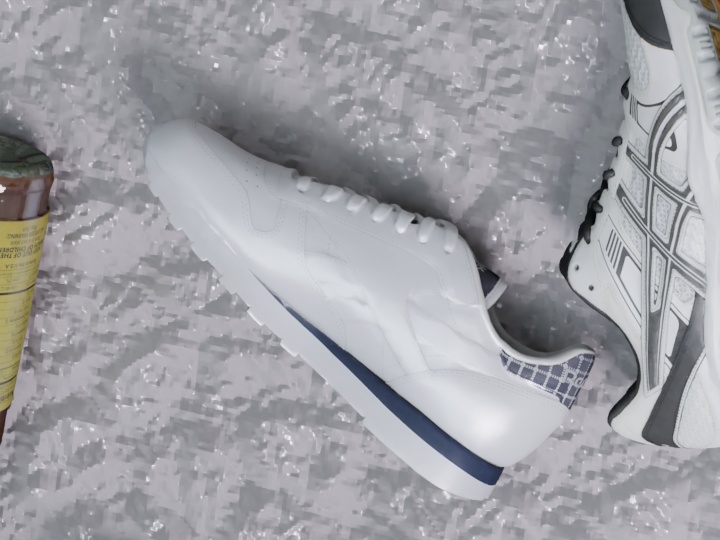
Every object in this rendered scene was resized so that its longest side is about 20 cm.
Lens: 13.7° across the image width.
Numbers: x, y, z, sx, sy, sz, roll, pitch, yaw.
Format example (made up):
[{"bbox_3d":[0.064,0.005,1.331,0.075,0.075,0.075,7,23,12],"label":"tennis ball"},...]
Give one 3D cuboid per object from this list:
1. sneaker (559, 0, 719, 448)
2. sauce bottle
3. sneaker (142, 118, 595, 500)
[{"bbox_3d":[0.112,-0.024,1.138,0.088,0.076,0.200,-8,100,21],"label":"sneaker"},{"bbox_3d":[-0.177,0.041,1.264,0.065,0.065,0.200,20,109,14],"label":"sauce bottle"},{"bbox_3d":[0.000,0.000,1.195,0.200,0.076,0.081,41,102,1],"label":"sneaker"}]
